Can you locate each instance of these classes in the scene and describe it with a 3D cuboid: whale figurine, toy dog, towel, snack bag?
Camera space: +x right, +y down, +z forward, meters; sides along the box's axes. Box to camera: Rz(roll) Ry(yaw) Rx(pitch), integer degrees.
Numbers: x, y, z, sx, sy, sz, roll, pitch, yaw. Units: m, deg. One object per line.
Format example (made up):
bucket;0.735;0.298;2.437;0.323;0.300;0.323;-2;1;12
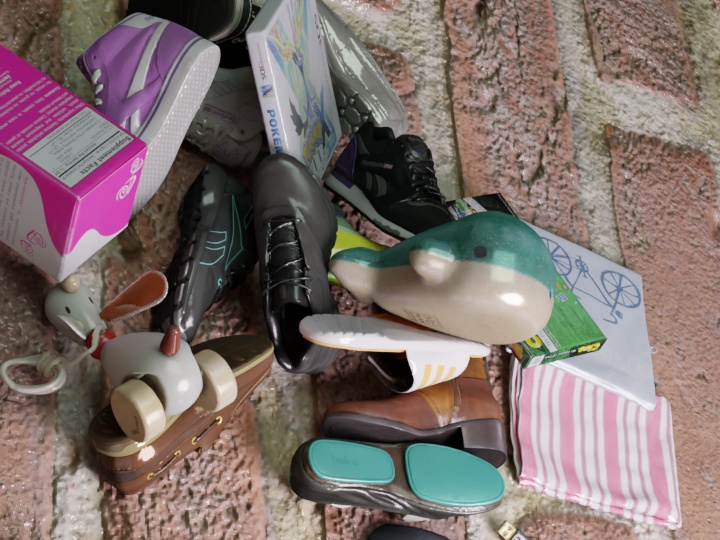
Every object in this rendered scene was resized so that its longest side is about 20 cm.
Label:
whale figurine;0.076;-0.003;1.672;0.159;0.198;0.105;49;52;-61
toy dog;-0.192;0.053;1.539;0.199;0.097;0.132;20;39;20
towel;0.233;0.165;1.857;0.199;0.030;0.147;18;52;-24
snack bag;0.219;0.044;1.920;0.188;0.021;0.201;24;40;-22

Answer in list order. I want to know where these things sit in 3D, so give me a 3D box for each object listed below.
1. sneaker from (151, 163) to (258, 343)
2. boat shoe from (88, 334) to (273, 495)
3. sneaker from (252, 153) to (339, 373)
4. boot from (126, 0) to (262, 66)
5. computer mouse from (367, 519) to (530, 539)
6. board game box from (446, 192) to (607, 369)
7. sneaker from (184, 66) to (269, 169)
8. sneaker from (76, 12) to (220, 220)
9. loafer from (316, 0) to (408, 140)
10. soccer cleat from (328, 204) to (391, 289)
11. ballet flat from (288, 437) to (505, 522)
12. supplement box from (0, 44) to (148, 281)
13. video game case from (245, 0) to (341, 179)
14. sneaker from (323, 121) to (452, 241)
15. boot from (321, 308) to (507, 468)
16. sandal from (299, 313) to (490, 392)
sneaker;-0.129;-0.009;1.696;0.079;0.075;0.201;28;48;-18
boat shoe;-0.147;0.119;1.606;0.200;0.072;0.068;-35;126;-41
sneaker;-0.058;-0.004;1.676;0.091;0.075;0.202;-29;108;-78
boot;-0.116;-0.235;1.792;0.153;0.203;0.074;11;88;-34
computer mouse;0.105;0.264;1.688;0.199;0.046;0.141;36;47;-8
board game box;0.148;0.007;1.862;0.104;0.024;0.201;-8;53;-38
sneaker;-0.142;-0.148;1.782;0.199;0.075;0.100;1;59;-34
sneaker;-0.218;-0.135;1.696;0.114;0.073;0.201;27;82;15
loafer;-0.023;-0.210;1.918;0.070;0.070;0.201;-23;78;-53
soccer cleat;-0.001;0.000;1.765;0.199;0.065;0.084;30;44;11
ballet flat;0.027;0.185;1.670;0.198;0.068;0.068;12;53;-19
supplement box;-0.292;-0.100;1.593;0.199;0.102;0.103;35;45;12
video game case;-0.059;-0.171;1.773;0.200;0.022;0.184;-68;150;-61
sneaker;0.040;-0.082;1.783;0.075;0.088;0.200;19;12;-41
boot;0.041;0.084;1.758;0.187;0.069;0.201;4;51;-18
sandal;0.023;0.075;1.681;0.206;0.060;0.079;5;15;-40
